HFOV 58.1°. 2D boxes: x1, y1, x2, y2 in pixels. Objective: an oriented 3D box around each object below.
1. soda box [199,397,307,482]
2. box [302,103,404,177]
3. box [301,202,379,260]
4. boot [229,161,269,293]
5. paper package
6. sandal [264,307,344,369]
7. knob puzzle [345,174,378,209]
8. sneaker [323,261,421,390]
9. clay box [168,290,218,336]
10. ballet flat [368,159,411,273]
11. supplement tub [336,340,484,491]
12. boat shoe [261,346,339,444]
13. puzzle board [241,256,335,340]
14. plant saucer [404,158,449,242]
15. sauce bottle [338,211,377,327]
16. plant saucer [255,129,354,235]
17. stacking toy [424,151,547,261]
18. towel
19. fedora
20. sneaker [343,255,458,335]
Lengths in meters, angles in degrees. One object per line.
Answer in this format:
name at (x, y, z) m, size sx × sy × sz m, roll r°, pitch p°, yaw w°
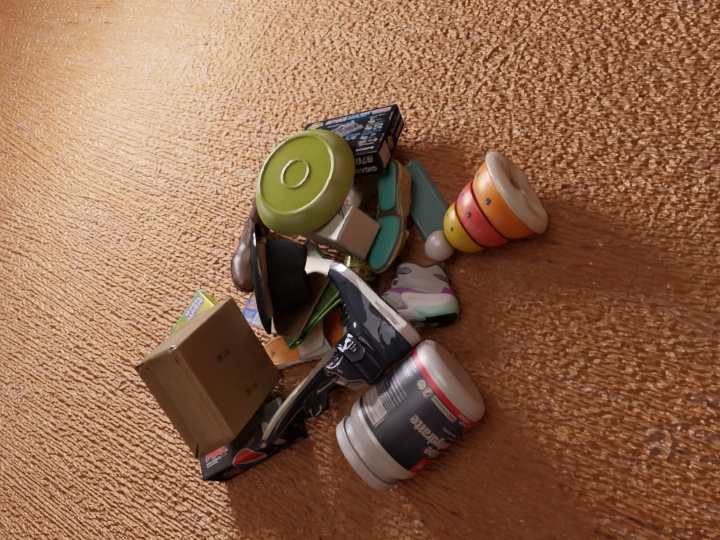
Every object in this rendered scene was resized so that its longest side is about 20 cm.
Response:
soda box at (-0.194, 0.304, 1.151) m, size 0.198 × 0.063 × 0.072 m, roll -33°, pitch 58°, yaw 18°
box at (-0.032, -0.226, 1.179) m, size 0.196 × 0.047 × 0.160 m, roll -6°, pitch 40°, yaw 25°
box at (-0.063, -0.086, 1.141) m, size 0.198 × 0.082 × 0.069 m, roll 22°, pitch 83°, yaw 46°
boot at (-0.191, -0.084, 1.214) m, size 0.201 × 0.063 × 0.190 m, roll 122°, pitch 154°, yaw -50°
paper package at (-0.252, 0.178, 1.110) m, size 0.102 × 0.200 × 0.193 m, roll -25°, pitch 103°, yaw 24°
sandal at (-0.108, 0.127, 1.166) m, size 0.204 × 0.059 × 0.081 m, roll -25°, pitch 61°, yaw 21°
knob puzzle at (-0.026, -0.188, 1.250) m, size 0.216 × 0.030 × 0.224 m, roll -17°, pitch 59°, yaw 29°
sneaker at (-0.021, 0.089, 1.005) m, size 0.146 × 0.077 × 0.202 m, roll -45°, pitch 57°, yaw -2°
clay box at (-0.305, 0.128, 1.294) m, size 0.199 × 0.047 × 0.116 m, roll 35°, pitch 91°, yaw 35°
ballet flat at (0.059, -0.090, 1.127) m, size 0.069 × 0.070 × 0.205 m, roll -3°, pitch 75°, yaw 30°
supplement tub at (0.074, 0.217, 0.971) m, size 0.200 × 0.140 × 0.141 m, roll -43°, pitch 56°, yaw 10°
boat shoe at (-0.083, 0.215, 1.079) m, size 0.068 × 0.072 × 0.200 m, roll 44°, pitch 67°, yaw 1°
puzzle board at (-0.134, 0.042, 1.164) m, size 0.198 × 0.017 × 0.153 m, roll 7°, pitch 65°, yaw 50°
plant saucer at (0.115, -0.113, 1.146) m, size 0.069 × 0.019 × 0.202 m, roll -37°, pitch 58°, yaw 15°
sauce bottle at (0.000, 0.000, 1.145) m, size 0.064 × 0.064 × 0.204 m, roll -1°, pitch 71°, yaw 31°
plant saucer at (-0.104, -0.158, 1.104) m, size 0.196 × 0.031 × 0.204 m, roll -11°, pitch 65°, yaw 24°
stacking toy at (0.182, -0.075, 1.031) m, size 0.199 × 0.145 × 0.148 m, roll -38°, pitch 56°, yaw 27°
towel at (-0.103, 0.041, 1.171) m, size 0.149 × 0.031 × 0.200 m, roll -47°, pitch 35°, yaw 5°
fedora at (-0.127, 0.009, 1.076) m, size 0.089 × 0.202 × 0.205 m, roll -7°, pitch 65°, yaw -4°
sneaker at (0.060, 0.040, 1.088) m, size 0.196 × 0.078 × 0.142 m, roll -14°, pitch 61°, yaw 9°
